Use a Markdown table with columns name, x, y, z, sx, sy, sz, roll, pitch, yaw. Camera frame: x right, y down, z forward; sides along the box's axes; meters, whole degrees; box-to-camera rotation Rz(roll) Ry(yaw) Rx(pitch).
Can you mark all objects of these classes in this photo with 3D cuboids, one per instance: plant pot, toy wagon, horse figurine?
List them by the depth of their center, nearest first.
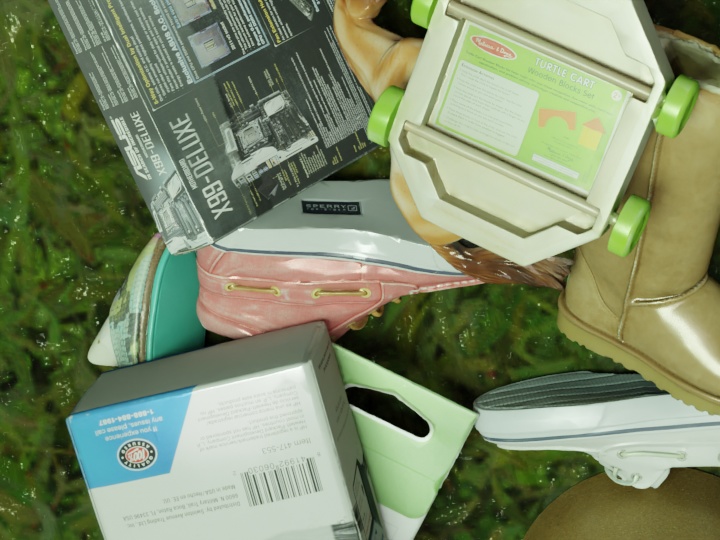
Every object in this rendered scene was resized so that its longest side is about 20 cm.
| name | x | y | z | sx | sy | sz | roll | pitch | yaw |
| --- | --- | --- | --- | --- | --- | --- | --- | --- | --- |
| toy wagon | 0.097 | -0.104 | 1.045 | 0.155 | 0.040 | 0.201 | 26 | 111 | 14 |
| horse figurine | 0.055 | -0.074 | 1.117 | 0.132 | 0.050 | 0.201 | -9 | 103 | 30 |
| plant pot | 0.171 | 0.234 | 1.163 | 0.186 | 0.200 | 0.187 | 2 | 105 | 8 |

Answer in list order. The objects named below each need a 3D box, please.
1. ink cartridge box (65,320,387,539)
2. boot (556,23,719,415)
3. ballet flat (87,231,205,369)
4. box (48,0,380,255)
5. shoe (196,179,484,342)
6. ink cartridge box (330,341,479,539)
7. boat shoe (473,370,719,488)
| name | x | y | z | sx | sy | sz | roll | pitch | yaw |
| --- | --- | --- | --- | --- | --- | --- | --- | --- | --- |
| ink cartridge box | -0.067 | 0.148 | 1.166 | 0.146 | 0.086 | 0.201 | -13 | 105 | 10 |
| boot | 0.190 | -0.022 | 1.109 | 0.175 | 0.066 | 0.201 | 20 | 132 | 18 |
| ballet flat | -0.128 | 0.074 | 1.236 | 0.071 | 0.069 | 0.201 | 1 | 106 | 33 |
| box | -0.080 | -0.132 | 1.128 | 0.050 | 0.158 | 0.201 | -11 | 108 | 53 |
| shoe | 0.000 | 0.000 | 1.198 | 0.199 | 0.072 | 0.091 | 4 | 127 | -5 |
| ink cartridge box | -0.015 | 0.141 | 1.235 | 0.104 | 0.059 | 0.200 | 27 | 106 | 0 |
| boat shoe | 0.168 | 0.099 | 1.193 | 0.199 | 0.074 | 0.067 | -5 | 103 | 8 |
